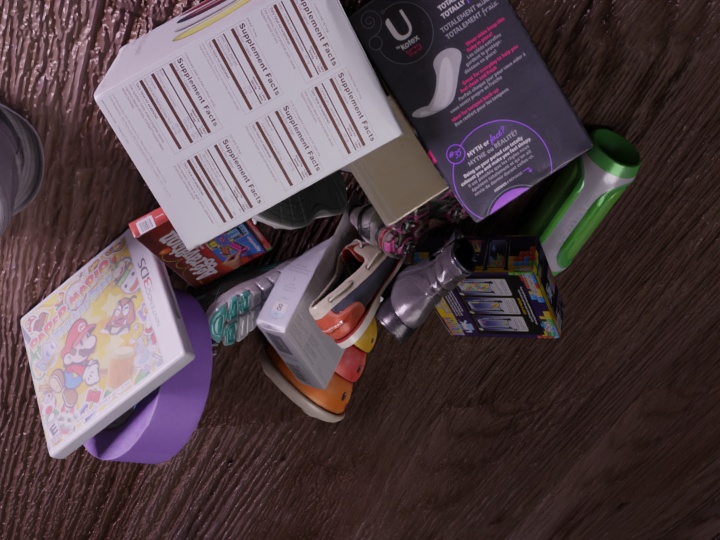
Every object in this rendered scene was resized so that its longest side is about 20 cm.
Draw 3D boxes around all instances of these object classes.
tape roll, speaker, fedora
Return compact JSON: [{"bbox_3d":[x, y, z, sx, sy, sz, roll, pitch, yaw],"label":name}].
[{"bbox_3d":[-0.251,0.115,1.089,0.065,0.202,0.200,14,130,-42],"label":"tape roll"},{"bbox_3d":[0.280,-0.085,1.254,0.087,0.089,0.201,0,137,-31],"label":"speaker"},{"bbox_3d":[-0.375,-0.070,0.876,0.174,0.091,0.201,-4,140,-26],"label":"fedora"}]

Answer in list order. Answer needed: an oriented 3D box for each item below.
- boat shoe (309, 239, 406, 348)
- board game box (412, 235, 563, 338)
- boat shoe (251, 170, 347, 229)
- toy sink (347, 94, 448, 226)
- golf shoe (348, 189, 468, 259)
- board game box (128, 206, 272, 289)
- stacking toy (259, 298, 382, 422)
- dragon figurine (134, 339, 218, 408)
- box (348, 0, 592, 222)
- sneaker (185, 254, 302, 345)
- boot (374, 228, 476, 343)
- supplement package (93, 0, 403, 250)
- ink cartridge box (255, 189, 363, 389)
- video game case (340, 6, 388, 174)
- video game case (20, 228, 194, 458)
[{"bbox_3d":[0.000,0.000,1.120,0.063,0.201,0.071,44,137,-17],"label":"boat shoe"},{"bbox_3d":[0.176,0.025,1.293,0.163,0.057,0.200,1,152,23],"label":"board game box"},{"bbox_3d":[-0.080,-0.078,0.990,0.064,0.076,0.201,-10,-177,25],"label":"boat shoe"},{"bbox_3d":[0.085,-0.145,0.948,0.199,0.113,0.130,-33,-172,9],"label":"toy sink"},{"bbox_3d":[0.075,-0.093,1.137,0.199,0.092,0.073,-30,138,-32],"label":"golf shoe"},{"bbox_3d":[-0.161,-0.035,1.009,0.102,0.020,0.200,-27,163,0],"label":"board game box"},{"bbox_3d":[-0.026,0.087,1.278,0.201,0.146,0.146,-50,140,7],"label":"stacking toy"},{"bbox_3d":[-0.261,0.145,1.244,0.198,0.101,0.059,-22,151,30],"label":"dragon figurine"},{"bbox_3d":[0.090,-0.161,0.822,0.121,0.201,0.106,-32,-171,6],"label":"box"},{"bbox_3d":[-0.128,0.018,1.156,0.199,0.091,0.079,-21,126,-47],"label":"sneaker"},{"bbox_3d":[0.082,0.002,1.144,0.070,0.200,0.132,42,103,-17],"label":"boot"},{"bbox_3d":[-0.094,-0.155,0.816,0.198,0.192,0.148,-28,114,3],"label":"supplement package"},{"bbox_3d":[-0.042,0.022,1.171,0.047,0.202,0.161,14,155,25],"label":"ink cartridge box"},{"bbox_3d":[0.000,-0.181,1.017,0.198,0.026,0.181,7,133,-37],"label":"video game case"},{"bbox_3d":[-0.279,0.072,1.034,0.199,0.183,0.023,-37,147,16],"label":"video game case"}]
